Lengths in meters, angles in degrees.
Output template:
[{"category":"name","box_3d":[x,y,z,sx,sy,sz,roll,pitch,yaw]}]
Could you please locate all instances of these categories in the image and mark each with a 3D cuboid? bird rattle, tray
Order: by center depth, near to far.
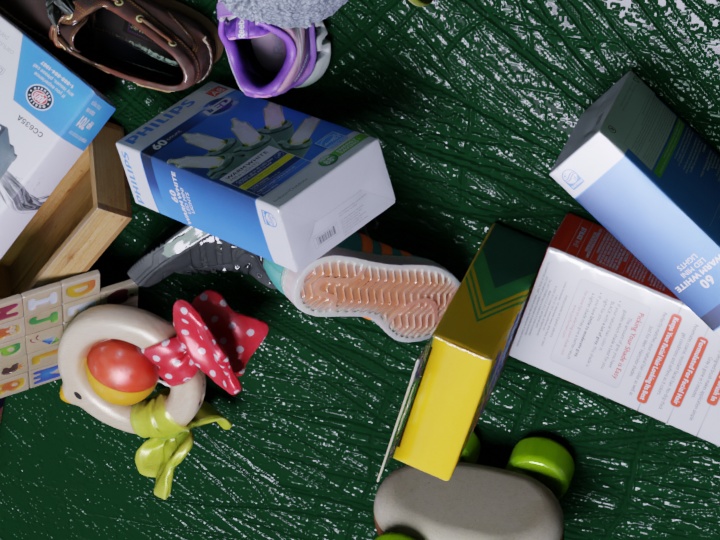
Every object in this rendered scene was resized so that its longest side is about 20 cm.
[{"category":"bird rattle","box_3d":[-0.175,0.089,1.847,0.163,0.113,0.200,20,141,3]},{"category":"tray","box_3d":[-0.255,-0.026,1.847,0.037,0.099,0.200,17,135,-31]}]

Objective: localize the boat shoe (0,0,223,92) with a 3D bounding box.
[{"category":"boat shoe","box_3d":[-0.207,-0.196,1.739,0.199,0.070,0.071,20,127,12]}]

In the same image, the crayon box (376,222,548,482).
[{"category":"crayon box","box_3d":[0.080,0.069,1.702,0.051,0.200,0.126,23,127,8]}]

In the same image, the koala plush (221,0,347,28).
[{"category":"koala plush","box_3d":[-0.068,-0.253,1.518,0.177,0.200,0.184,-17,96,8]}]

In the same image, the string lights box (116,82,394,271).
[{"category":"string lights box","box_3d":[-0.081,-0.073,1.681,0.200,0.103,0.059,22,139,44]}]

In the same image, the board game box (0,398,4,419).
[{"category":"board game box","box_3d":[-0.413,0.125,2.036,0.165,0.057,0.200,24,127,10]}]

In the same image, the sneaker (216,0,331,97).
[{"category":"sneaker","box_3d":[-0.077,-0.214,1.661,0.080,0.089,0.201,0,119,24]}]

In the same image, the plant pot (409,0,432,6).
[{"category":"plant pot","box_3d":[0.101,-0.299,1.483,0.192,0.201,0.201,-15,114,17]}]

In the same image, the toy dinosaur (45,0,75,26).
[{"category":"toy dinosaur","box_3d":[-0.238,-0.272,1.661,0.102,0.200,0.136,-42,110,7]}]

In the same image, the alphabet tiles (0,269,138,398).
[{"category":"alphabet tiles","box_3d":[-0.280,0.061,1.863,0.167,0.199,0.006,101,147,-60]}]

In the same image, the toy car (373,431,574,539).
[{"category":"toy car","box_3d":[0.092,0.254,1.849,0.157,0.164,0.200,11,133,17]}]

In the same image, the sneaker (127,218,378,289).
[{"category":"sneaker","box_3d":[-0.090,-0.017,1.804,0.200,0.060,0.104,-36,101,25]}]

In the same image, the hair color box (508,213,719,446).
[{"category":"hair color box","box_3d":[0.228,0.049,1.714,0.200,0.064,0.111,24,125,9]}]

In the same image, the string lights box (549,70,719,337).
[{"category":"string lights box","box_3d":[0.239,-0.041,1.627,0.200,0.103,0.059,43,126,-7]}]

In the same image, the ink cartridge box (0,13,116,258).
[{"category":"ink cartridge box","box_3d":[-0.315,-0.100,1.762,0.146,0.086,0.200,37,89,6]}]

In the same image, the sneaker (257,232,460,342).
[{"category":"sneaker","box_3d":[0.000,0.000,1.736,0.080,0.200,0.071,44,108,39]}]
